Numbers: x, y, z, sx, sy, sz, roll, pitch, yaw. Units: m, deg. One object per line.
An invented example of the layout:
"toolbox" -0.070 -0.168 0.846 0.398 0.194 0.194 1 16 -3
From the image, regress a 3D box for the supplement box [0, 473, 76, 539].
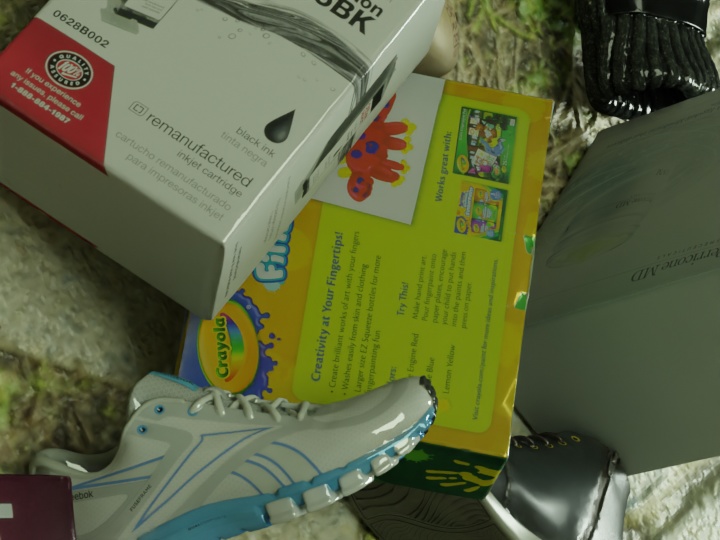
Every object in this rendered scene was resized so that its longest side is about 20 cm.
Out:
"supplement box" -0.222 0.155 1.036 0.200 0.103 0.131 4 73 -43

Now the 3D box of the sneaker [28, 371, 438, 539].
"sneaker" -0.063 0.080 1.156 0.075 0.200 0.087 -62 130 -84

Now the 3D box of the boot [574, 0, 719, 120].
"boot" 0.207 -0.173 1.549 0.211 0.079 0.158 -6 74 -33

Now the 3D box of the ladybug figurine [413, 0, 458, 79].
"ladybug figurine" -0.013 -0.181 1.339 0.200 0.072 0.136 62 12 -6

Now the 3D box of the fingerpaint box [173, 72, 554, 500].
"fingerpaint box" 0.000 0.000 1.261 0.167 0.073 0.200 10 65 -4

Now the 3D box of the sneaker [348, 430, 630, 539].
"sneaker" 0.067 0.110 1.350 0.200 0.075 0.106 42 41 -26

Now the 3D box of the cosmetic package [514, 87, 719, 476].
"cosmetic package" 0.199 -0.002 1.407 0.123 0.199 0.200 49 49 -20

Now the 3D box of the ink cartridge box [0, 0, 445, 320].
"ink cartridge box" -0.071 -0.100 1.206 0.147 0.083 0.200 33 62 8
